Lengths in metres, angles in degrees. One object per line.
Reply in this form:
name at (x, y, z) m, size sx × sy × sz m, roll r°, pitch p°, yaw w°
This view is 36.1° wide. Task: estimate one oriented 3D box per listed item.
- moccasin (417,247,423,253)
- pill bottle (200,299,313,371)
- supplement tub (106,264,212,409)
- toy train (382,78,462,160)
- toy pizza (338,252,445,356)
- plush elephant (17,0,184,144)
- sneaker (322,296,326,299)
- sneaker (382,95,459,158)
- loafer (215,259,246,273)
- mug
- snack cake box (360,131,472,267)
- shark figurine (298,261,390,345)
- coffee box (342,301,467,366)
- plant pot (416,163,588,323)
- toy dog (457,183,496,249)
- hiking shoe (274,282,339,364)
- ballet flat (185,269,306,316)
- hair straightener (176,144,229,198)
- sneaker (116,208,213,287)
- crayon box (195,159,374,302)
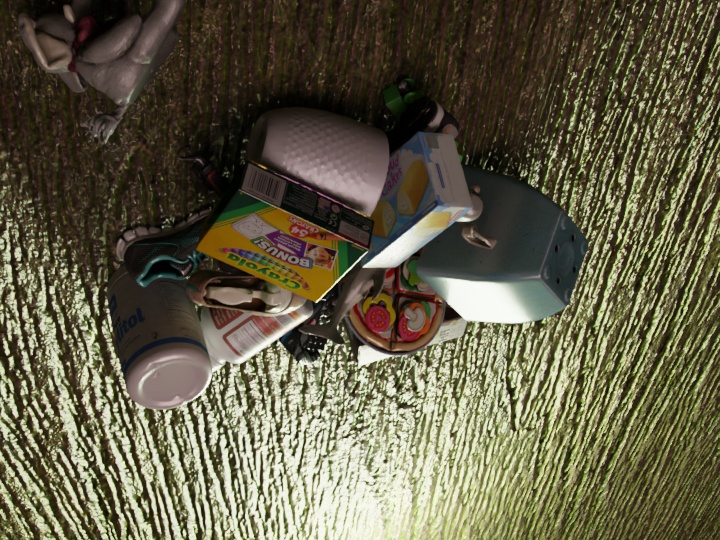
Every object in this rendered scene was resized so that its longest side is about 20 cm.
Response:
moccasin at (0.057, -0.070, 1.752) m, size 0.199 × 0.075 × 0.077 m, roll 17°, pitch 150°, yaw -38°
pill bottle at (-0.183, 0.076, 1.769) m, size 0.198 × 0.113 × 0.112 m, roll -33°, pitch 139°, yaw 11°
supplement tub at (-0.303, 0.093, 1.657) m, size 0.130 × 0.202 × 0.133 m, roll -14°, pitch 139°, yaw -13°
toy train at (0.093, -0.214, 1.658) m, size 0.056 × 0.042 × 0.200 m, roll -25°, pitch 141°, yaw 16°
toy pizza at (0.057, 0.037, 1.796) m, size 0.197 × 0.204 × 0.032 m, roll 0°, pitch 166°, yaw -26°
plush elephant at (-0.320, -0.272, 1.316) m, size 0.153 × 0.165 × 0.202 m, roll 32°, pitch 82°, yaw -7°
sneaker at (-0.058, -0.048, 1.718) m, size 0.073 × 0.088 × 0.202 m, roll -13°, pitch 139°, yaw -13°
sneaker at (0.062, -0.176, 1.617) m, size 0.079 × 0.075 × 0.199 m, roll 22°, pitch 144°, yaw -37°
loafer at (-0.137, -0.032, 1.670) m, size 0.197 × 0.073 × 0.074 m, roll -16°, pitch 110°, yaw 21°
mug at (-0.079, -0.136, 1.572) m, size 0.173 × 0.149 × 0.201 m, roll 15°, pitch 132°, yaw -23°
snack cake box at (0.066, -0.097, 1.573) m, size 0.066 × 0.117 × 0.200 m, roll -1°, pitch 156°, yaw -35°
shark figurine at (-0.013, 0.010, 1.717) m, size 0.089 × 0.128 × 0.215 m, roll 39°, pitch 98°, yaw -14°
coffee box at (0.071, 0.073, 1.883) m, size 0.196 × 0.115 × 0.080 m, roll -16°, pitch 153°, yaw -12°
plant pot at (0.241, -0.029, 1.742) m, size 0.195 × 0.198 × 0.199 m, roll 40°, pitch 67°, yaw -48°
toy dog at (0.125, -0.115, 1.650) m, size 0.132 × 0.198 × 0.098 m, roll 40°, pitch 72°, yaw -47°
hiking shoe at (-0.074, 0.051, 1.827) m, size 0.202 × 0.086 × 0.074 m, roll -59°, pitch 148°, yaw 3°
ballet flat at (-0.159, 0.037, 1.637) m, size 0.196 × 0.067 × 0.070 m, roll 1°, pitch 98°, yaw -26°
hair straightener at (-0.205, -0.112, 1.583) m, size 0.041 × 0.077 × 0.200 m, roll -49°, pitch 133°, yaw -7°
sneaker at (-0.258, -0.026, 1.638) m, size 0.197 × 0.092 × 0.078 m, roll -17°, pitch 141°, yaw -9°
crayon box at (-0.106, -0.049, 1.532) m, size 0.197 × 0.059 × 0.173 m, roll 24°, pitch 144°, yaw -17°
